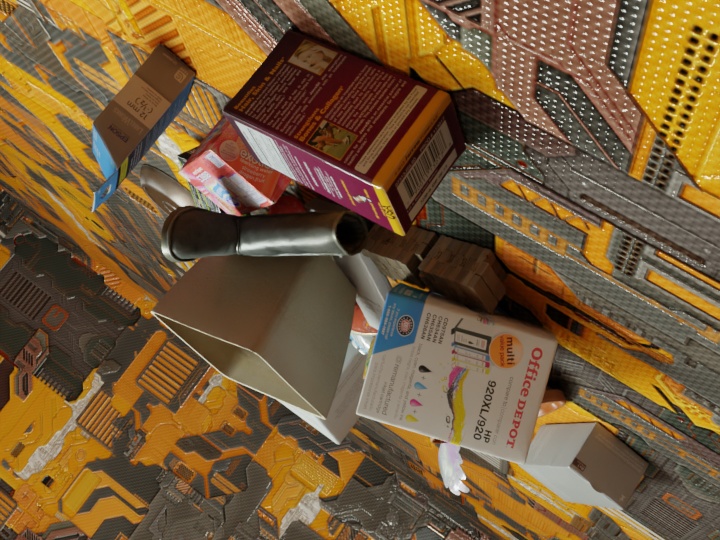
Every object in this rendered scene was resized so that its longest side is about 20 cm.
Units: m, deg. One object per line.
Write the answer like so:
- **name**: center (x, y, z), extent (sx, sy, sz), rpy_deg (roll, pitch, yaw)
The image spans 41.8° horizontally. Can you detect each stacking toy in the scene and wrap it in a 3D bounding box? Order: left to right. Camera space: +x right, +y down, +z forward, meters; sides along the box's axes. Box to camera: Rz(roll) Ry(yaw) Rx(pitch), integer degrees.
- **stacking toy**: center (-0.109, -0.060, 1.343), extent (0.085, 0.086, 0.200), rpy_deg (37, 167, -3)

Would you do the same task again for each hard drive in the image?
- **hard drive**: center (0.000, 0.000, 1.267), extent (0.202, 0.026, 0.132), rpy_deg (62, 165, -21)

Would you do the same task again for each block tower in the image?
- **block tower**: center (0.087, -0.009, 1.130), extent (0.199, 0.054, 0.058), rpy_deg (22, 159, 46)

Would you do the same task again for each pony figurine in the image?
- **pony figurine**: center (0.162, 0.247, 1.591), extent (0.200, 0.166, 0.194), rpy_deg (42, -164, -32)

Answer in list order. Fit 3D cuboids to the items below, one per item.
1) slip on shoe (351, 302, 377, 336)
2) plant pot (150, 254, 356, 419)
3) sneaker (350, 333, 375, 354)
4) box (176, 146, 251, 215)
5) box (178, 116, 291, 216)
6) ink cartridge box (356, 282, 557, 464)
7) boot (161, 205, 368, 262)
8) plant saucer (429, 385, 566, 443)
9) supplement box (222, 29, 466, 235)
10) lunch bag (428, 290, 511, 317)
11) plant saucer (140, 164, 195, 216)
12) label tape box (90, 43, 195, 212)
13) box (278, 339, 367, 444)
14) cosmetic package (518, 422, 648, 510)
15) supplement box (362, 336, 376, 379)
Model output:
- **slip on shoe**: center (0.030, 0.065, 1.442), extent (0.199, 0.075, 0.061), rpy_deg (12, 151, 46)
- **plant pot**: center (-0.118, 0.053, 1.257), extent (0.198, 0.178, 0.200), rpy_deg (17, 158, 35)
- **sneaker**: center (-0.006, 0.074, 1.557), extent (0.199, 0.075, 0.087), rpy_deg (32, 159, 16)
- **box**: center (-0.201, -0.077, 1.397), extent (0.160, 0.044, 0.202), rpy_deg (28, 139, 63)
- **box**: center (-0.148, -0.140, 1.192), extent (0.102, 0.095, 0.200), rpy_deg (40, 165, -15)
- **ink cartridge box**: center (0.114, 0.116, 1.100), extent (0.197, 0.149, 0.145), rpy_deg (16, -176, 6)
- **boot**: center (-0.112, -0.040, 1.127), extent (0.197, 0.074, 0.181), rpy_deg (9, -167, 27)
- **plant saucer**: center (0.190, 0.200, 1.325), extent (0.201, 0.197, 0.033), rpy_deg (92, 164, -72)
- **supplement box**: center (-0.016, -0.133, 0.887), extent (0.199, 0.111, 0.086), rpy_deg (29, 164, 30)
- **lunch bag**: center (0.137, 0.093, 1.271), extent (0.160, 0.083, 0.200), rpy_deg (40, 164, 1)
- **plant saucer**: center (-0.353, -0.125, 1.820), extent (0.199, 0.032, 0.200), rpy_deg (34, 166, 10)
- **label tape box**: center (-0.303, -0.180, 1.220), extent (0.066, 0.201, 0.143), rpy_deg (40, 164, -8)
- **box**: center (-0.074, 0.165, 1.723), extent (0.199, 0.200, 0.172), rpy_deg (29, 164, 31)
- **cosmetic package**: center (0.330, 0.292, 1.416), extent (0.106, 0.091, 0.200), rpy_deg (38, 162, -5)
- **supplement box**: center (0.107, 0.150, 1.392), extent (0.197, 0.070, 0.067), rpy_deg (11, 166, -6)
